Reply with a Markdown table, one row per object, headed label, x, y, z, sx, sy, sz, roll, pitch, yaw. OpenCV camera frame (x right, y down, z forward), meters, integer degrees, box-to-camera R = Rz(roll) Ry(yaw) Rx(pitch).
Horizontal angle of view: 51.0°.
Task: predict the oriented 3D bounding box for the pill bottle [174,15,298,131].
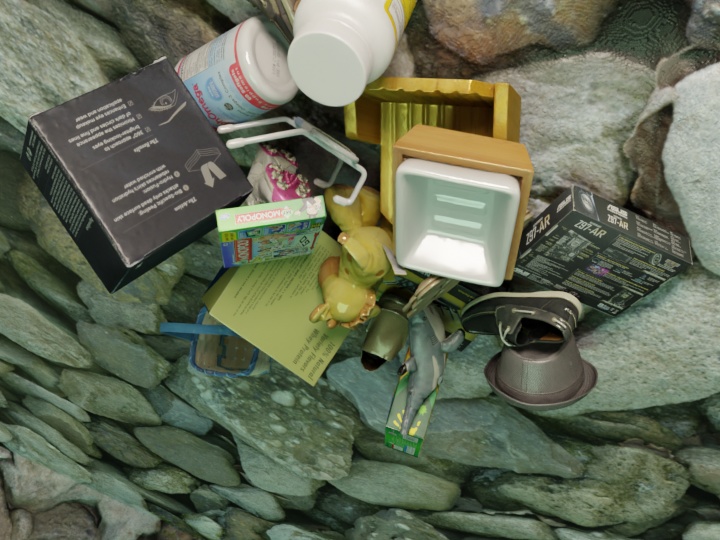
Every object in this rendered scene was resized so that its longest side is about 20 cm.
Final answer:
| label | x | y | z | sx | sy | sz | roll | pitch | yaw |
| --- | --- | --- | --- | --- | --- | --- | --- | --- | --- |
| pill bottle | -0.178 | -0.244 | 0.990 | 0.196 | 0.110 | 0.109 | -14 | 130 | 38 |

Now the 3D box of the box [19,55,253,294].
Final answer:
| label | x | y | z | sx | sy | sz | roll | pitch | yaw |
| --- | --- | --- | --- | --- | --- | --- | --- | --- | --- |
| box | -0.273 | -0.117 | 0.925 | 0.202 | 0.195 | 0.117 | 55 | 145 | -2 |

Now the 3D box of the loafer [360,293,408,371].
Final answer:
| label | x | y | z | sx | sy | sz | roll | pitch | yaw |
| --- | --- | --- | --- | --- | --- | --- | --- | --- | --- |
| loafer | 0.044 | 0.110 | 1.253 | 0.074 | 0.069 | 0.202 | 20 | 147 | 3 |

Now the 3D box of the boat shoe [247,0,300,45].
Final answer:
| label | x | y | z | sx | sy | sz | roll | pitch | yaw |
| --- | --- | --- | --- | --- | --- | --- | --- | --- | --- |
| boat shoe | -0.097 | -0.337 | 0.881 | 0.072 | 0.075 | 0.203 | 3 | 131 | 38 |

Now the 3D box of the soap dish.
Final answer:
| label | x | y | z | sx | sy | sz | roll | pitch | yaw |
| --- | --- | --- | --- | --- | --- | --- | --- | --- | --- |
| soap dish | 0.116 | -0.075 | 0.886 | 0.153 | 0.083 | 0.202 | 12 | 146 | 11 |

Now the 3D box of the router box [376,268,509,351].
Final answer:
| label | x | y | z | sx | sy | sz | roll | pitch | yaw |
| --- | --- | --- | --- | --- | --- | --- | --- | --- | --- |
| router box | 0.118 | 0.036 | 1.223 | 0.196 | 0.053 | 0.158 | 27 | 143 | -5 |

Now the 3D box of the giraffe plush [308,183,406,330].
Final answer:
| label | x | y | z | sx | sy | sz | roll | pitch | yaw |
| --- | --- | --- | --- | --- | --- | --- | --- | --- | --- |
| giraffe plush | 0.000 | 0.000 | 1.068 | 0.169 | 0.202 | 0.164 | 19 | 123 | -18 |

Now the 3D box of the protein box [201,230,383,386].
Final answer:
| label | x | y | z | sx | sy | sz | roll | pitch | yaw |
| --- | --- | --- | --- | --- | --- | --- | --- | --- | --- |
| protein box | -0.109 | 0.029 | 1.179 | 0.198 | 0.201 | 0.135 | 36 | 176 | -18 |

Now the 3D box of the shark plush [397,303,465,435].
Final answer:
| label | x | y | z | sx | sy | sz | roll | pitch | yaw |
| --- | --- | --- | --- | --- | --- | --- | --- | --- | --- |
| shark plush | 0.083 | 0.150 | 1.188 | 0.082 | 0.205 | 0.090 | 12 | -167 | -43 |

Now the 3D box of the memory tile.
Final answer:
| label | x | y | z | sx | sy | sz | roll | pitch | yaw |
| --- | --- | --- | --- | --- | --- | --- | --- | --- | --- |
| memory tile | 0.145 | -0.008 | 1.043 | 0.017 | 0.198 | 0.154 | 53 | 168 | 11 |

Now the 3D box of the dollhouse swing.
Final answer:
| label | x | y | z | sx | sy | sz | roll | pitch | yaw |
| --- | --- | --- | --- | --- | --- | --- | --- | --- | --- |
| dollhouse swing | 0.086 | -0.132 | 0.926 | 0.194 | 0.181 | 0.181 | 7 | 98 | 18 |

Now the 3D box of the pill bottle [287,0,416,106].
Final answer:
| label | x | y | z | sx | sy | sz | roll | pitch | yaw |
| --- | --- | --- | --- | --- | --- | --- | --- | --- | --- |
| pill bottle | -0.006 | -0.271 | 0.796 | 0.109 | 0.203 | 0.114 | 13 | 142 | 11 |

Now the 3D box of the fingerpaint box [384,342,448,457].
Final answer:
| label | x | y | z | sx | sy | sz | roll | pitch | yaw |
| --- | --- | --- | --- | --- | --- | --- | --- | --- | --- |
| fingerpaint box | 0.096 | 0.219 | 1.319 | 0.071 | 0.171 | 0.201 | 16 | 160 | 8 |

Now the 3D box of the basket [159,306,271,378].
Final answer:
| label | x | y | z | sx | sy | sz | roll | pitch | yaw |
| --- | --- | --- | --- | --- | --- | --- | --- | --- | --- |
| basket | -0.262 | 0.129 | 1.437 | 0.172 | 0.143 | 0.199 | 3 | 170 | 22 |

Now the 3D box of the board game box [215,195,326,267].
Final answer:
| label | x | y | z | sx | sy | sz | roll | pitch | yaw |
| --- | --- | --- | --- | --- | --- | --- | --- | --- | --- |
| board game box | -0.120 | -0.048 | 0.991 | 0.131 | 0.030 | 0.200 | -10 | 170 | -10 |

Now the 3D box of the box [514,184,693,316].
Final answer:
| label | x | y | z | sx | sy | sz | roll | pitch | yaw |
| --- | --- | --- | --- | --- | --- | --- | --- | --- | --- |
| box | 0.321 | -0.020 | 1.034 | 0.195 | 0.044 | 0.161 | 21 | 144 | -14 |

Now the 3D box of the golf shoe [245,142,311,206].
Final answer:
| label | x | y | z | sx | sy | sz | roll | pitch | yaw |
| --- | --- | --- | --- | --- | --- | --- | --- | --- | --- |
| golf shoe | -0.121 | -0.109 | 1.053 | 0.074 | 0.201 | 0.093 | 25 | 108 | -22 |

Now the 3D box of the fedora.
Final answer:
| label | x | y | z | sx | sy | sz | roll | pitch | yaw |
| --- | --- | --- | --- | --- | --- | --- | --- | --- | --- |
| fedora | 0.282 | 0.130 | 1.179 | 0.174 | 0.198 | 0.093 | 15 | 120 | 35 |

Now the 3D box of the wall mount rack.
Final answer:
| label | x | y | z | sx | sy | sz | roll | pitch | yaw |
| --- | --- | --- | --- | --- | --- | --- | --- | --- | --- |
| wall mount rack | -0.084 | -0.153 | 0.946 | 0.171 | 0.076 | 0.200 | 29 | -173 | -23 |

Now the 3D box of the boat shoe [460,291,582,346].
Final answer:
| label | x | y | z | sx | sy | sz | roll | pitch | yaw |
| --- | --- | --- | --- | --- | --- | --- | --- | --- | --- |
| boat shoe | 0.226 | 0.076 | 1.116 | 0.197 | 0.069 | 0.072 | -6 | 136 | 42 |
